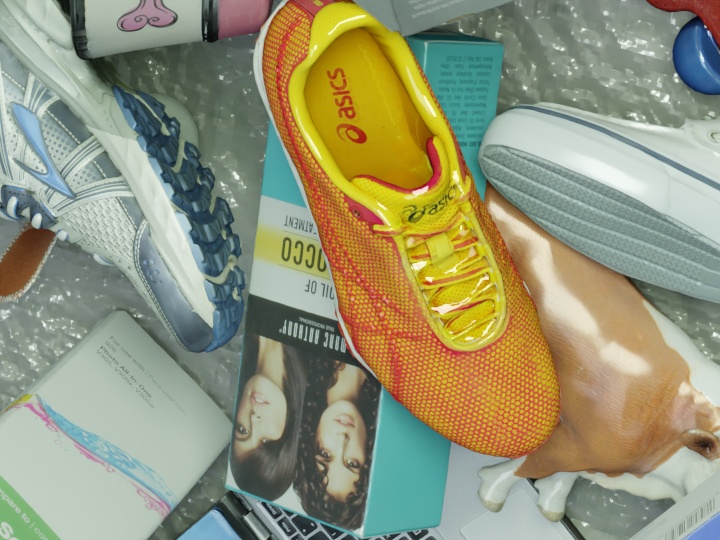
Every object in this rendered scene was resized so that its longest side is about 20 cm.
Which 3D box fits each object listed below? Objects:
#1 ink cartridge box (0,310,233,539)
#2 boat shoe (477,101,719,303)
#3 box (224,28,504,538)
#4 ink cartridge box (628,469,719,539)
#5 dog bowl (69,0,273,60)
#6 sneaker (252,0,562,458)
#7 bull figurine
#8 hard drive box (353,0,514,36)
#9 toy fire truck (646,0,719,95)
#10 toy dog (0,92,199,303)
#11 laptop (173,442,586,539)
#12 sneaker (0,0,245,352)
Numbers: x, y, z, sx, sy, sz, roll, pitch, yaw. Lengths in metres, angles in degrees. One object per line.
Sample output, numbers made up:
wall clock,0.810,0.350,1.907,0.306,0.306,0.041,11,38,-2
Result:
ink cartridge box,-0.158,0.121,1.213,0.088,0.200,0.145,45,119,-4
boat shoe,0.145,-0.027,1.098,0.200,0.067,0.074,25,158,-5
box,0.000,0.000,1.130,0.082,0.049,0.200,16,103,41
ink cartridge box,0.189,0.099,1.067,0.200,0.044,0.094,-40,99,17
dog bowl,-0.061,-0.176,1.063,0.074,0.200,0.200,6,114,-1
sneaker,0.018,-0.010,1.045,0.073,0.077,0.200,-33,109,-7
bull figurine,0.086,0.041,1.152,0.121,0.065,0.200,-38,82,32
hard drive box,0.068,-0.194,0.961,0.077,0.200,0.156,36,153,-26
toy fire truck,0.160,-0.137,1.042,0.168,0.112,0.200,-22,102,53
toy dog,-0.180,-0.048,1.211,0.200,0.096,0.132,-25,100,29
laptop,0.000,0.175,1.218,0.200,0.116,0.187,-37,95,30
sneaker,-0.120,-0.045,1.140,0.085,0.077,0.200,-34,82,12
